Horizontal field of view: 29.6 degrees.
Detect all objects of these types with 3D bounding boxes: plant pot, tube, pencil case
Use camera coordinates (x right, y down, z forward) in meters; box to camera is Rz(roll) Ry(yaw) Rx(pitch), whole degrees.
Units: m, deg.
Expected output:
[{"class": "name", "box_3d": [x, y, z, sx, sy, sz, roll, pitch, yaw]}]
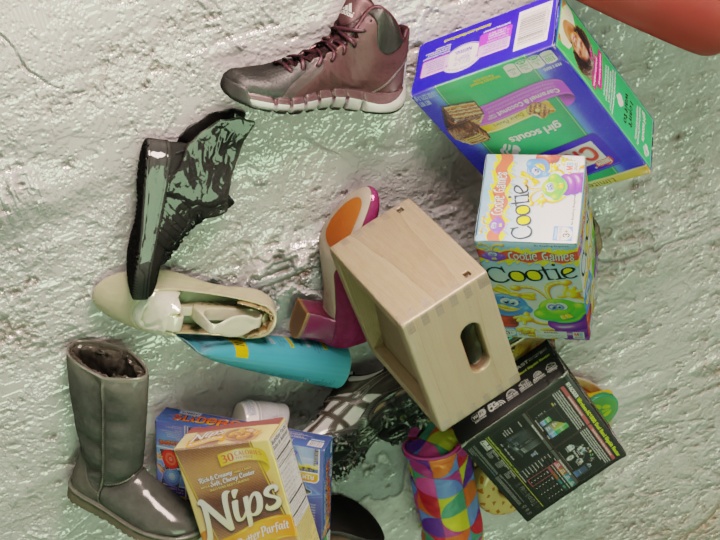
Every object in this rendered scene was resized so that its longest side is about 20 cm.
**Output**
[{"class": "plant pot", "box_3d": [0.276, -0.320, 1.289, 0.175, 0.201, 0.202, 9, 120, -15]}, {"class": "tube", "box_3d": [-0.105, 0.092, 1.484, 0.198, 0.077, 0.051, 11, 93, -32]}, {"class": "pencil case", "box_3d": [0.100, 0.272, 1.679, 0.087, 0.089, 0.202, -17, 127, -10]}]

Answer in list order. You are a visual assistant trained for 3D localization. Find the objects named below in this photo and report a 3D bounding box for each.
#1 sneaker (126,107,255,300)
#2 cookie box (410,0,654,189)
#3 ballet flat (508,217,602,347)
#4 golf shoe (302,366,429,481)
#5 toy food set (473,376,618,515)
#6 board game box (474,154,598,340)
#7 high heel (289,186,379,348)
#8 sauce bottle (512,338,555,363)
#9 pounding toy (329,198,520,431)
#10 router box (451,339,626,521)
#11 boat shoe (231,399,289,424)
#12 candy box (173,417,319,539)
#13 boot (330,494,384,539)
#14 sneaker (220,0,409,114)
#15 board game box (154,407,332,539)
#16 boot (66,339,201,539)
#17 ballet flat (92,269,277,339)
[{"class": "sneaker", "box_3d": [-0.170, -0.063, 1.349, 0.103, 0.060, 0.202, 2, 112, -21]}, {"class": "cookie box", "box_3d": [0.175, -0.162, 1.364, 0.170, 0.076, 0.200, -15, 138, 37]}, {"class": "ballet flat", "box_3d": [0.210, 0.025, 1.543, 0.200, 0.068, 0.067, -49, 141, -6]}, {"class": "golf shoe", "box_3d": [-0.019, 0.173, 1.555, 0.198, 0.095, 0.078, -25, 135, -6]}, {"class": "toy food set", "box_3d": [0.230, 0.214, 1.713, 0.197, 0.049, 0.200, -9, 125, -16]}, {"class": "board game box", "box_3d": [0.187, -0.021, 1.411, 0.102, 0.106, 0.201, 2, 151, 16]}, {"class": "high heel", "box_3d": [0.000, 0.000, 1.463, 0.095, 0.067, 0.202, 7, 118, -31]}, {"class": "sauce bottle", "box_3d": [0.129, 0.078, 1.569, 0.198, 0.066, 0.067, 8, 120, -26]}, {"class": "pounding toy", "box_3d": [0.082, 0.042, 1.404, 0.141, 0.184, 0.201, -31, 131, -11]}, {"class": "router box", "box_3d": [0.208, 0.191, 1.607, 0.149, 0.062, 0.200, -34, 133, 7]}, {"class": "boat shoe", "box_3d": [-0.122, 0.236, 1.580, 0.068, 0.072, 0.203, 0, 114, -22]}, {"class": "candy box", "box_3d": [-0.114, 0.263, 1.462, 0.114, 0.055, 0.202, -8, 109, 20]}, {"class": "boot", "box_3d": [-0.085, 0.369, 1.682, 0.187, 0.069, 0.201, 6, 129, -46]}, {"class": "sneaker", "box_3d": [-0.038, -0.215, 1.304, 0.198, 0.076, 0.117, -4, 120, -32]}, {"class": "board game box", "box_3d": [-0.130, 0.234, 1.507, 0.197, 0.034, 0.137, 9, 113, 14]}, {"class": "boot", "box_3d": [-0.239, 0.185, 1.457, 0.180, 0.073, 0.202, 18, 117, 9]}, {"class": "ballet flat", "box_3d": [-0.177, 0.041, 1.419, 0.197, 0.070, 0.070, 5, 121, -24]}]
